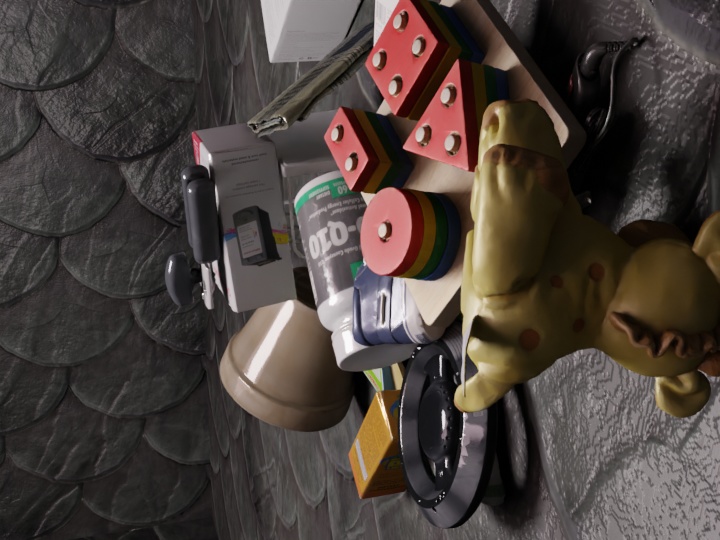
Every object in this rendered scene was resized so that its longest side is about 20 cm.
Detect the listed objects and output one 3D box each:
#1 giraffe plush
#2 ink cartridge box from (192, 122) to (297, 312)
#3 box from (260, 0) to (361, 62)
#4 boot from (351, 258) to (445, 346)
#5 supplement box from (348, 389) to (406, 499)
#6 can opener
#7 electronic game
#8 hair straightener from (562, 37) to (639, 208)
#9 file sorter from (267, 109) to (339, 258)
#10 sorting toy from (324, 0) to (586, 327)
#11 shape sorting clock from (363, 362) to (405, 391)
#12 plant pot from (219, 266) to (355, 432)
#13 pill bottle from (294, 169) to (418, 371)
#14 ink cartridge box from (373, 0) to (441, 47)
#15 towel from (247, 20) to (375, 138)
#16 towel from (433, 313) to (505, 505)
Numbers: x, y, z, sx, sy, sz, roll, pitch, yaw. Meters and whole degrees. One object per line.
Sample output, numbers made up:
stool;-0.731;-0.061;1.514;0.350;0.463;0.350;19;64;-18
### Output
giraffe plush;0.146;0.005;0.628;0.173;0.161;0.201;92;-174;-51
ink cartridge box;-0.145;-0.070;1.270;0.148;0.085;0.201;-135;34;-64
box;-0.067;-0.375;1.352;0.200;0.097;0.125;131;132;-70
boot;0.038;-0.024;1.017;0.090;0.073;0.201;-8;64;34
supplement box;0.038;0.209;1.236;0.200;0.066;0.069;106;153;-55
can opener;-0.202;-0.031;1.215;0.201;0.066;0.053;92;158;-44
electronic game;0.083;0.147;0.999;0.200;0.041;0.201;-175;90;-72
hair straightener;0.163;-0.081;0.749;0.201;0.041;0.077;109;152;-47
file sorter;-0.049;-0.115;1.311;0.200;0.138;0.125;-125;29;-61
sorting toy;0.052;-0.096;0.799;0.200;0.069;0.199;-57;42;34
shape sorting clock;0.009;0.072;1.262;0.200;0.039;0.200;56;162;28
plant pot;-0.081;0.098;1.454;0.174;0.199;0.200;-66;29;29
pill bottle;0.000;0.000;1.121;0.113;0.112;0.201;117;142;-63
ink cartridge box;0.062;-0.288;0.968;0.116;0.067;0.201;-123;31;-59
towel;-0.034;-0.217;1.162;0.035;0.200;0.192;51;170;-15
towel;0.106;0.127;1.044;0.149;0.030;0.201;169;98;-72
